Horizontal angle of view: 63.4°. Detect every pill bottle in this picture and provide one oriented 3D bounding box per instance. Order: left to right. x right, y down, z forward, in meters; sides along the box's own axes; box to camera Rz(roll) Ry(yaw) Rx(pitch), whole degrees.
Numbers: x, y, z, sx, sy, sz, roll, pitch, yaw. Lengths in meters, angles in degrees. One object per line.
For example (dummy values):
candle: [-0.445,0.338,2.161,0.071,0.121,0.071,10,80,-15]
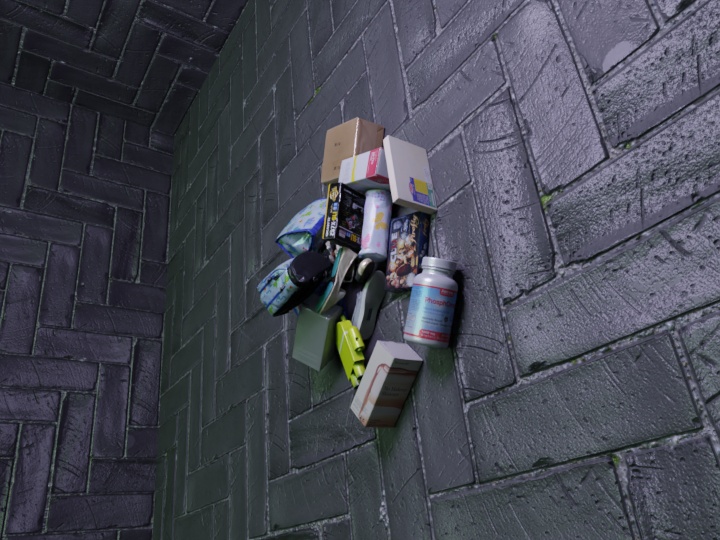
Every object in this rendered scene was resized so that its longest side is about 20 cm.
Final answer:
pill bottle: [0.170,0.075,1.373,0.108,0.108,0.202,7,86,57]

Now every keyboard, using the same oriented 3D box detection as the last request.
keyboard: [-0.123,-0.023,1.759,0.104,0.039,0.201,-51,15,23]

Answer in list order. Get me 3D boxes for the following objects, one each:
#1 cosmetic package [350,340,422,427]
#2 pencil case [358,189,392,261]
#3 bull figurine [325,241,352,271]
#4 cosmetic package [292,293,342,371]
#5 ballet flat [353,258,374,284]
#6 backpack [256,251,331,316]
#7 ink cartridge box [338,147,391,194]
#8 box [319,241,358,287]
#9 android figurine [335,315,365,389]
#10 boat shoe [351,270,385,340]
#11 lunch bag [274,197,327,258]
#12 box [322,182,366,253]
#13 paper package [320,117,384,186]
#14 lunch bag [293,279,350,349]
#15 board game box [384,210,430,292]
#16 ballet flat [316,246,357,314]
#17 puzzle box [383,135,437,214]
cosmetic package: [0.065,0.288,1.472,0.087,0.102,0.202,40,115,52]
pencil case: [0.044,-0.125,1.631,0.091,0.082,0.202,139,139,-74]
bull figurine: [-0.043,-0.091,1.728,0.064,0.121,0.202,-8,61,28]
cosmetic package: [-0.128,0.183,1.712,0.106,0.090,0.202,26,121,18]
ballet flat: [0.000,0.000,1.629,0.067,0.057,0.200,-48,-3,-10]
backpack: [-0.198,0.042,1.638,0.153,0.163,0.201,37,123,10]
ink cartridge box: [0.048,-0.268,1.638,0.199,0.144,0.084,-2,77,57]
box: [-0.086,-0.017,1.857,0.200,0.044,0.162,-45,45,41]
android figurine: [-0.028,0.223,1.630,0.183,0.041,0.201,102,153,-52]
boat shoe: [0.014,0.091,1.643,0.071,0.069,0.203,28,106,51]
lunch bag: [-0.155,-0.140,1.880,0.200,0.127,0.171,-32,19,54]
box: [-0.022,-0.141,1.655,0.049,0.199,0.162,0,78,36]
paper package: [-0.028,-0.359,1.828,0.199,0.103,0.193,-3,78,56]
lunch bag: [-0.107,0.147,1.781,0.150,0.094,0.202,-29,84,38]
board game box: [0.124,-0.047,1.551,0.135,0.034,0.203,-11,70,56]
ballet flat: [-0.060,0.035,1.621,0.069,0.069,0.202,25,94,57]
puzzle box: [0.128,-0.249,1.520,0.025,0.132,0.202,-37,50,45]
